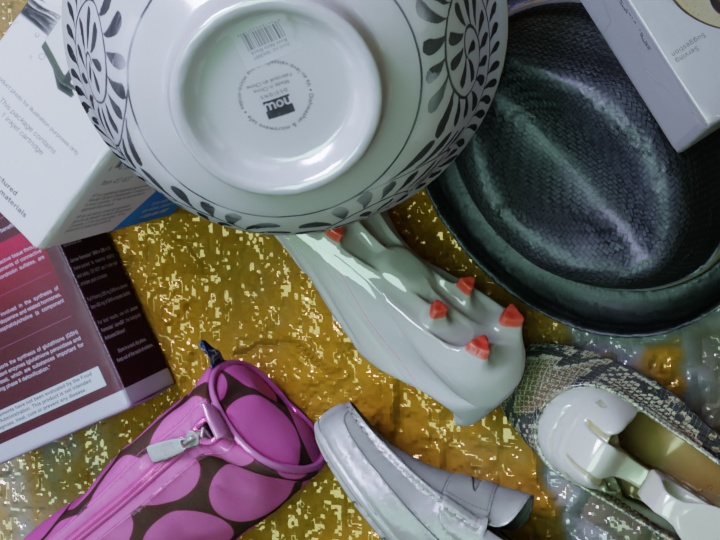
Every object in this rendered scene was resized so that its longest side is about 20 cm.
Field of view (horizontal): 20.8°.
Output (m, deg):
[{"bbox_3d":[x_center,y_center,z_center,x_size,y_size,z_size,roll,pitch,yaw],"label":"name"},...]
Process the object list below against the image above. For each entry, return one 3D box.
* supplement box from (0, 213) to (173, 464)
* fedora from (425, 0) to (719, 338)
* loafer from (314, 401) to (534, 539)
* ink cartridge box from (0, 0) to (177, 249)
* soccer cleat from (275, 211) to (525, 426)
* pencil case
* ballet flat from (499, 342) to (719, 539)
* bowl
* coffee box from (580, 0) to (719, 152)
[{"bbox_3d":[-0.196,-0.004,1.072,0.109,0.061,0.200,-23,92,22],"label":"supplement box"},{"bbox_3d":[0.105,-0.058,0.931,0.200,0.092,0.201,4,100,20],"label":"fedora"},{"bbox_3d":[0.059,0.135,1.002,0.200,0.070,0.070,44,93,10],"label":"loafer"},{"bbox_3d":[-0.096,-0.117,0.969,0.084,0.146,0.200,43,110,11],"label":"ink cartridge box"},{"bbox_3d":[0.000,0.000,0.998,0.200,0.069,0.078,44,142,16],"label":"soccer cleat"},{"bbox_3d":[-0.116,0.131,1.048,0.200,0.094,0.091,-44,78,22],"label":"pencil case"},{"bbox_3d":[0.147,0.100,0.953,0.200,0.075,0.068,32,110,13],"label":"ballet flat"},{"bbox_3d":[-0.033,-0.090,0.841,0.200,0.094,0.201,0,116,0],"label":"bowl"},{"bbox_3d":[0.197,-0.154,0.848,0.200,0.080,0.113,-31,86,-3],"label":"coffee box"}]
